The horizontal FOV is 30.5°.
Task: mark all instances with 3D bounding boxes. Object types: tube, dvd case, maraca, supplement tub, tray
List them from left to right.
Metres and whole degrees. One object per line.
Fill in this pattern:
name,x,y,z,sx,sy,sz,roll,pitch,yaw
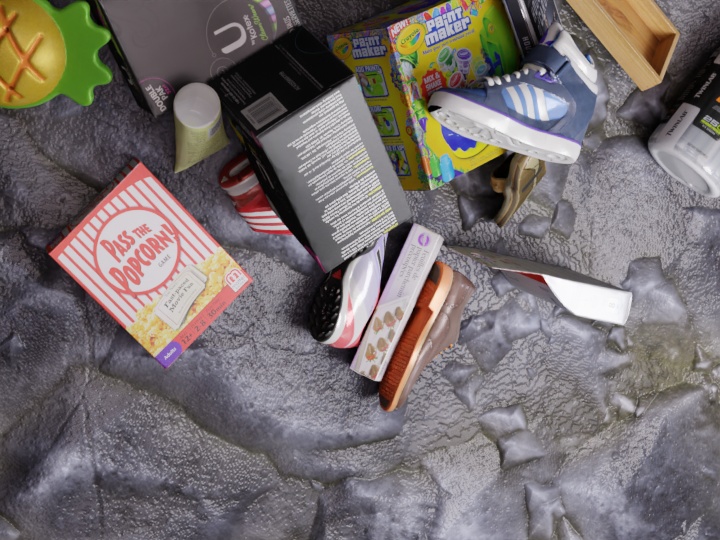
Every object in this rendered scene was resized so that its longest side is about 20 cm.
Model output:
maraca,-0.365,-0.240,1.429,0.197,0.107,0.139,6,119,6
tube,-0.182,-0.155,1.484,0.057,0.200,0.053,11,78,-2
dvd case,0.219,-0.283,1.596,0.024,0.151,0.201,-9,127,22
tray,0.322,-0.334,1.670,0.200,0.037,0.099,45,52,-22
supplement tub,0.479,-0.208,1.727,0.122,0.122,0.201,38,88,-22

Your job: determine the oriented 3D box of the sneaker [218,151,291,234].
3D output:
sneaker,-0.068,-0.121,1.601,0.199,0.078,0.116,-32,125,-8

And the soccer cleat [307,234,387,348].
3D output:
soccer cleat,0.000,0.000,1.648,0.073,0.068,0.203,20,91,-45

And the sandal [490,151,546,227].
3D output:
sandal,0.189,-0.118,1.629,0.054,0.200,0.080,39,76,13

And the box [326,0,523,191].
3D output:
box,0.091,-0.221,1.563,0.199,0.121,0.195,-29,110,-32

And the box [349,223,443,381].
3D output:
box,0.046,0.041,1.665,0.038,0.041,0.202,24,90,12

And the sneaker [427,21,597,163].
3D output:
sneaker,0.178,-0.216,1.491,0.198,0.080,0.149,16,83,-20

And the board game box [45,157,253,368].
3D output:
board game box,-0.249,-0.008,1.564,0.152,0.046,0.200,-46,111,-5

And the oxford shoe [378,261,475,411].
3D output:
oxford shoe,0.087,0.094,1.688,0.072,0.071,0.202,25,92,-26

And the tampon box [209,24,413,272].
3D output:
tampon box,-0.053,-0.133,1.455,0.125,0.150,0.201,-32,130,-8

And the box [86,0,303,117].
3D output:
box,-0.186,-0.286,1.484,0.198,0.124,0.150,-28,109,-10

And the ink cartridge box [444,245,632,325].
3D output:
ink cartridge box,0.218,0.017,1.666,0.197,0.160,0.048,10,97,-20
